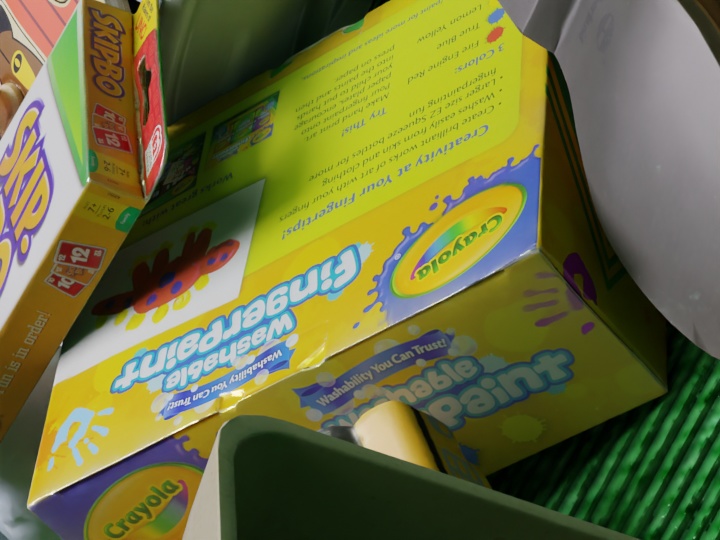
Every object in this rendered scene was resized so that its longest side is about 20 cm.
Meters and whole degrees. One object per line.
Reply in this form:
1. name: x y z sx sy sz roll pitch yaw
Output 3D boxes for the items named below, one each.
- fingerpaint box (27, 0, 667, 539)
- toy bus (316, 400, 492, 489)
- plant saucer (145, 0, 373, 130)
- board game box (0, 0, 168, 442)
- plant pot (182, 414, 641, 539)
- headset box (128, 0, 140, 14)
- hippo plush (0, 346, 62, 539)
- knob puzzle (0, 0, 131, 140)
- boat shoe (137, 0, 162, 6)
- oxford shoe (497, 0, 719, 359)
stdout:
1. fingerpaint box: 0.000 0.000 0.922 0.199 0.073 0.167 -28 34 27
2. toy bus: -0.034 0.128 0.849 0.200 0.078 0.065 -40 46 17
3. plant saucer: -0.015 -0.128 1.026 0.200 0.050 0.201 24 -90 -85
4. board game box: -0.117 -0.001 0.973 0.200 0.030 0.096 -53 29 33
5. plant pot: 0.033 0.179 0.528 0.200 0.199 0.178 -95 27 -57
6. headset box: -0.087 -0.138 1.181 0.200 0.093 0.174 -32 -21 -38
7. hippo plush: -0.124 0.103 1.115 0.160 0.160 0.200 -29 -9 26
8. knob puzzle: -0.145 -0.090 1.077 0.030 0.220 0.219 -24 -3 -35
9. boat shoe: -0.054 -0.176 1.057 0.074 0.068 0.200 105 -170 -57
10. oxford shoe: 0.099 -0.056 0.826 0.071 0.071 0.201 -58 40 40
